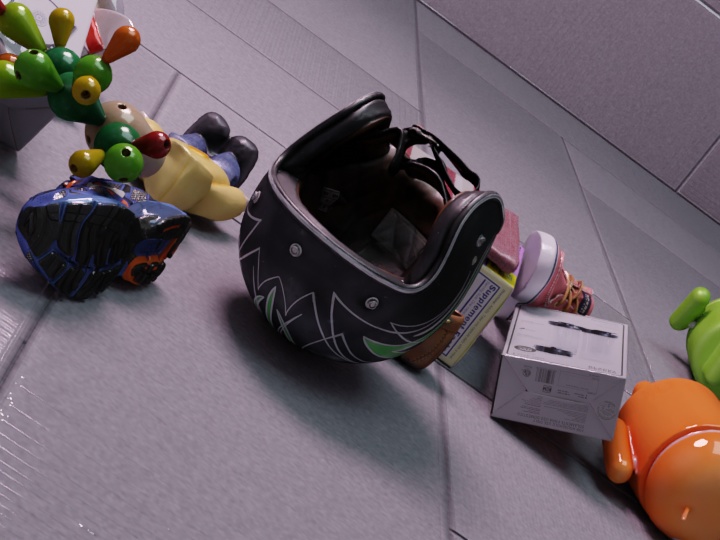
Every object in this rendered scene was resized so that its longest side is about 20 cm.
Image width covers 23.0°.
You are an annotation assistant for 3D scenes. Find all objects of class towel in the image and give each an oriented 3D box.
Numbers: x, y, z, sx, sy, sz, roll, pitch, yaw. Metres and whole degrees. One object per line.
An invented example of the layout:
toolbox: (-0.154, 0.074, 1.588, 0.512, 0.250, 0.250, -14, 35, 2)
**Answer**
towel: (0.063, -0.076, 1.641, 0.200, 0.023, 0.144, 34, 18, -6)

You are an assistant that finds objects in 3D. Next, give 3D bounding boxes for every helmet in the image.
helmet: (-0.001, -0.021, 1.382, 0.200, 0.191, 0.200, 43, -14, 14)

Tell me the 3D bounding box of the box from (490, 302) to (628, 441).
box: (0.189, 0.091, 1.647, 0.116, 0.060, 0.200, 11, 14, 6)

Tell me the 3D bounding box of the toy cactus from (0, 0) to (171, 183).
toy cactus: (-0.189, -0.122, 1.252, 0.200, 0.102, 0.165, 37, -3, 34)

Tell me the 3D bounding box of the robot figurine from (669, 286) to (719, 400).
robot figurine: (0.473, 0.101, 2.239, 0.175, 0.116, 0.200, 31, 15, 0)

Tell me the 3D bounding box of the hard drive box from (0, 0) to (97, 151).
hard drive box: (-0.287, -0.217, 1.354, 0.155, 0.077, 0.201, 31, 46, -26)

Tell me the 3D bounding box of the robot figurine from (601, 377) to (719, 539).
robot figurine: (0.300, 0.177, 1.632, 0.144, 0.117, 0.200, 45, 10, -25)

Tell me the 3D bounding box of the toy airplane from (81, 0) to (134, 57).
toy airplane: (-0.263, -0.277, 1.618, 0.199, 0.141, 0.200, 53, -8, -25)

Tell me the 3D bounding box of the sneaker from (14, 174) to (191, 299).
sneaker: (-0.192, -0.030, 1.225, 0.078, 0.076, 0.200, 31, 6, 14)

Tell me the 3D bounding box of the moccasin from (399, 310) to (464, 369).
moccasin: (0.000, 0.000, 1.529, 0.201, 0.078, 0.074, 38, 15, 1)

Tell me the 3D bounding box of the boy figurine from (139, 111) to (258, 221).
boy figurine: (-0.147, -0.090, 1.493, 0.124, 0.064, 0.200, 41, 12, 1)

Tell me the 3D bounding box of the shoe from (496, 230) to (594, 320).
shoe: (0.198, 0.018, 1.789, 0.091, 0.072, 0.200, 18, -15, -3)

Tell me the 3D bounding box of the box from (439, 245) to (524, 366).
box: (0.046, -0.026, 1.677, 0.200, 0.097, 0.176, 38, 15, 0)
